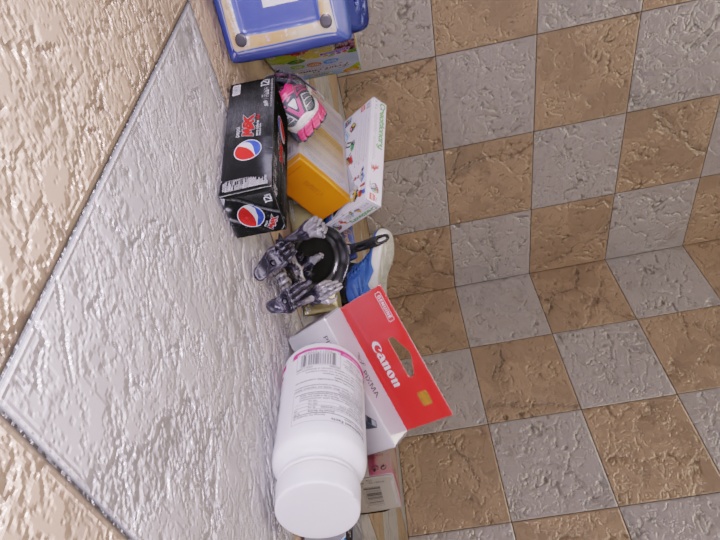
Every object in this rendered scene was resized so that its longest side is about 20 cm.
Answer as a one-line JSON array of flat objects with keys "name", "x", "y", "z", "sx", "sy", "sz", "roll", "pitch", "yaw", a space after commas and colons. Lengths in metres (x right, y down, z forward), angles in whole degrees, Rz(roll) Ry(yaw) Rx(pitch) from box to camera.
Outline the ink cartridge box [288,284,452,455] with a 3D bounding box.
[{"name": "ink cartridge box", "x": 0.008, "y": 0.146, "z": 0.791, "sx": 0.044, "sy": 0.174, "sz": 0.204, "roll": -31, "pitch": 90, "yaw": -50}]

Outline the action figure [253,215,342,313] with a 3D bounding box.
[{"name": "action figure", "x": -0.078, "y": -0.002, "z": 0.780, "sx": 0.200, "sy": 0.099, "sz": 0.122, "roll": -61, "pitch": 130, "yaw": -80}]

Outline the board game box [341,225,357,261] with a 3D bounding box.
[{"name": "board game box", "x": -0.065, "y": -0.109, "z": 1.090, "sx": 0.134, "sy": 0.034, "sz": 0.208, "roll": -20, "pitch": -101, "yaw": 61}]

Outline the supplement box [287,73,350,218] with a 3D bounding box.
[{"name": "supplement box", "x": -0.086, "y": -0.204, "z": 0.942, "sx": 0.125, "sy": 0.072, "sz": 0.205, "roll": 35, "pitch": 39, "yaw": -41}]

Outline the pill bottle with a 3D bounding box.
[{"name": "pill bottle", "x": -0.047, "y": 0.196, "z": 0.680, "sx": 0.203, "sy": 0.109, "sz": 0.116, "roll": -91, "pitch": 171, "yaw": -56}]

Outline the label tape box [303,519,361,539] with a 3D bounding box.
[{"name": "label tape box", "x": -0.036, "y": 0.358, "z": 0.797, "sx": 0.145, "sy": 0.064, "sz": 0.205, "roll": 75, "pitch": 6, "yaw": -51}]

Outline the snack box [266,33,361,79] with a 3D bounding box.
[{"name": "snack box", "x": -0.086, "y": -0.415, "z": 1.059, "sx": 0.200, "sy": 0.162, "sz": 0.070, "roll": -56, "pitch": 136, "yaw": -82}]

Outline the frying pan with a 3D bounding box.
[{"name": "frying pan", "x": -0.044, "y": -0.041, "z": 0.953, "sx": 0.031, "sy": 0.190, "sz": 0.117, "roll": 13, "pitch": -38, "yaw": 57}]

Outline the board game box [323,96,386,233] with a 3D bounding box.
[{"name": "board game box", "x": -0.010, "y": -0.177, "z": 0.971, "sx": 0.034, "sy": 0.125, "sz": 0.207, "roll": 20, "pitch": 61, "yaw": -32}]

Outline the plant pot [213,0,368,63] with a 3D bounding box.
[{"name": "plant pot", "x": -0.099, "y": -0.390, "z": 0.743, "sx": 0.182, "sy": 0.192, "sz": 0.206, "roll": -80, "pitch": 162, "yaw": -58}]

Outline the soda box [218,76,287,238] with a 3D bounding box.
[{"name": "soda box", "x": -0.124, "y": -0.140, "z": 0.685, "sx": 0.072, "sy": 0.061, "sz": 0.205, "roll": 76, "pitch": 7, "yaw": -51}]

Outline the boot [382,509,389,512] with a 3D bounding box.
[{"name": "boot", "x": 0.024, "y": 0.461, "z": 1.281, "sx": 0.201, "sy": 0.070, "sz": 0.156, "roll": 79, "pitch": 4, "yaw": -68}]

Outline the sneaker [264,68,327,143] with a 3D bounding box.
[{"name": "sneaker", "x": -0.110, "y": -0.263, "z": 0.844, "sx": 0.075, "sy": 0.081, "sz": 0.200, "roll": 43, "pitch": 4, "yaw": -36}]

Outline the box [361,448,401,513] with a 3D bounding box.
[{"name": "box", "x": 0.018, "y": 0.369, "z": 1.175, "sx": 0.203, "sy": 0.105, "sz": 0.131, "roll": -93, "pitch": 172, "yaw": -49}]

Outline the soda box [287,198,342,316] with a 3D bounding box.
[{"name": "soda box", "x": -0.080, "y": -0.027, "z": 1.010, "sx": 0.068, "sy": 0.062, "sz": 0.208, "roll": 10, "pitch": 70, "yaw": -85}]

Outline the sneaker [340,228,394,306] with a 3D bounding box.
[{"name": "sneaker", "x": -0.001, "y": 0.001, "z": 1.079, "sx": 0.077, "sy": 0.108, "sz": 0.205, "roll": -48, "pitch": 151, "yaw": -44}]
